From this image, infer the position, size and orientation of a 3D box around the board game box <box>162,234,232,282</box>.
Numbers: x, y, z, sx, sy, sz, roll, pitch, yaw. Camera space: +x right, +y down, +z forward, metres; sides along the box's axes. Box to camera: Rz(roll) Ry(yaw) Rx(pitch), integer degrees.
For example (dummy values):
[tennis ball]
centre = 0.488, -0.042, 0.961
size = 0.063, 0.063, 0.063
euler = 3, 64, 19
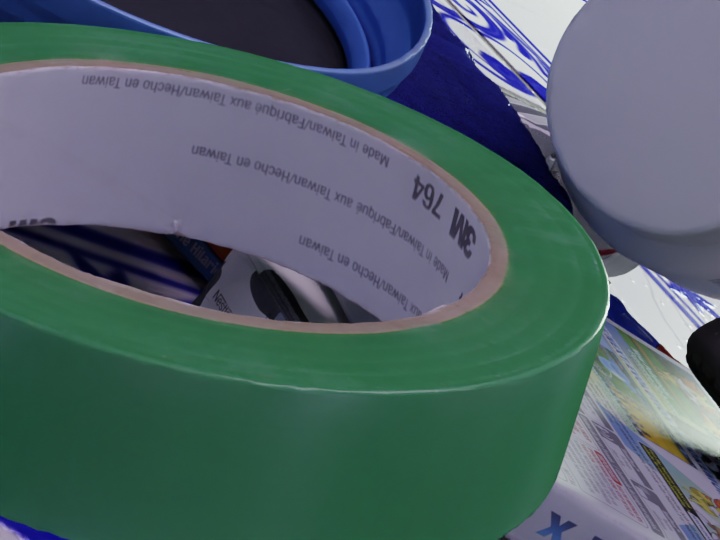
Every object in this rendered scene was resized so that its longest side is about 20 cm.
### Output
[board game box]
centre = 0.000, 0.000, 0.868
size = 0.200, 0.045, 0.152
euler = 44, 16, 22

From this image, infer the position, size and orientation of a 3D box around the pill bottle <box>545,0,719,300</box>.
[pill bottle]
centre = 0.136, -0.050, 0.898
size = 0.113, 0.114, 0.200
euler = 43, 7, 15

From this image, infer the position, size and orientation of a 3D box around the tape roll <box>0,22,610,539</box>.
[tape roll]
centre = -0.041, -0.001, 0.574
size = 0.199, 0.048, 0.201
euler = 13, 24, -6

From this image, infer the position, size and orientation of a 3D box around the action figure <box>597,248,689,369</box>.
[action figure]
centre = 0.076, 0.003, 0.976
size = 0.199, 0.052, 0.065
euler = 26, -2, 17

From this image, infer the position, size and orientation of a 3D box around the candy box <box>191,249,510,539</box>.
[candy box]
centre = 0.042, 0.084, 0.697
size = 0.199, 0.061, 0.137
euler = 29, 17, -36

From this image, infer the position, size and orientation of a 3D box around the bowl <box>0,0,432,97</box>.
[bowl]
centre = -0.073, -0.107, 0.754
size = 0.199, 0.040, 0.201
euler = 23, 28, -13

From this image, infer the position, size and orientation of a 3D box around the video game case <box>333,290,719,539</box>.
[video game case]
centre = 0.068, 0.047, 0.710
size = 0.182, 0.022, 0.200
euler = 31, 15, -27

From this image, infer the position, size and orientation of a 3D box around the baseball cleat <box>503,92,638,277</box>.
[baseball cleat]
centre = 0.044, -0.058, 1.124
size = 0.199, 0.070, 0.106
euler = 35, 19, 23

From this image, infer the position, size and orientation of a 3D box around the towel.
[towel]
centre = -0.011, -0.076, 0.901
size = 0.147, 0.050, 0.200
euler = 22, 21, -28

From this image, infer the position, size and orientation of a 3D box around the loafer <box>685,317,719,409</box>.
[loafer]
centre = 0.182, 0.068, 0.764
size = 0.200, 0.071, 0.073
euler = 45, 8, -39
